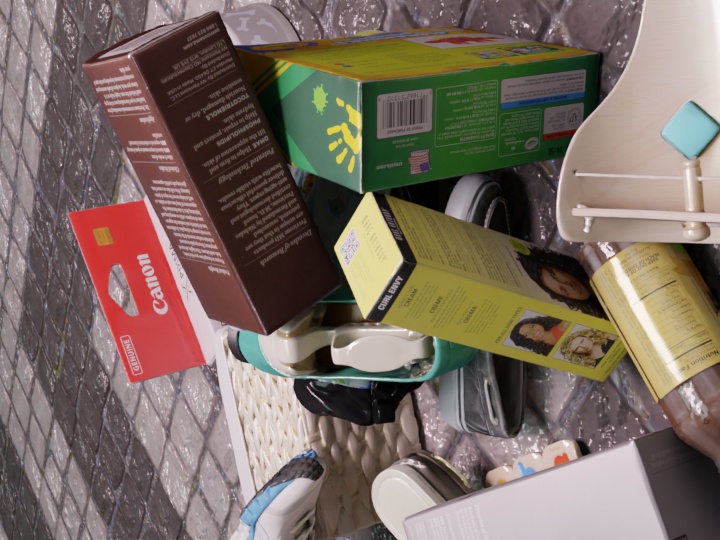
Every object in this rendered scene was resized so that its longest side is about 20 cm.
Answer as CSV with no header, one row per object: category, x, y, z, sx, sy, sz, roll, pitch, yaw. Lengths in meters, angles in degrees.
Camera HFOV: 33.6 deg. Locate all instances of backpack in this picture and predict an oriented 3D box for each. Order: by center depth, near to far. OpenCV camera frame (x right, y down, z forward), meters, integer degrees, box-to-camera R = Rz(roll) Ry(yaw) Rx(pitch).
backpack,0.000,0.000,0.920,0.125,0.167,0.203,4,103,12

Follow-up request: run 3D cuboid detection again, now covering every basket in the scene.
basket,-0.031,0.133,1.061,0.123,0.134,0.203,-11,91,54

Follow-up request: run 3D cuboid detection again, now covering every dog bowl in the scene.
dog bowl,-0.118,-0.159,1.174,0.199,0.058,0.203,23,118,53

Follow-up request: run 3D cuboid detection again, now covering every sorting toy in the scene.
sorting toy,0.212,-0.102,0.650,0.199,0.106,0.183,8,99,56

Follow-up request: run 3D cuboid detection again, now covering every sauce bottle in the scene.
sauce bottle,0.205,0.060,0.732,0.202,0.064,0.065,65,145,20

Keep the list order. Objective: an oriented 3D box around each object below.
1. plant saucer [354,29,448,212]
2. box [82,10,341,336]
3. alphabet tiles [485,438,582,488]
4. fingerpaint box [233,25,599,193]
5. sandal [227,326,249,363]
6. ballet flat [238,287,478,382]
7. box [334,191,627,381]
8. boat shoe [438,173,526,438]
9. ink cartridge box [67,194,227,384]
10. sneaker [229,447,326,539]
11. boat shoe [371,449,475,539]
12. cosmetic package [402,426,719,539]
plant saucer,0.004,-0.103,1.026,0.199,0.031,0.203,22,117,53
box,-0.098,-0.063,0.796,0.100,0.074,0.202,10,127,59
alphabet tiles,0.161,0.233,0.899,0.200,0.014,0.198,-39,67,55
fingerpaint box,0.034,-0.116,0.818,0.166,0.198,0.074,25,121,51
sandal,-0.068,-0.001,0.980,0.047,0.201,0.076,6,134,23
ballet flat,-0.016,0.045,0.819,0.198,0.070,0.068,-3,96,29
box,0.084,0.012,0.767,0.050,0.198,0.076,-58,35,26
boat shoe,0.102,0.029,0.892,0.070,0.072,0.203,11,113,36
ink cartridge box,-0.180,0.001,1.209,0.045,0.174,0.202,-50,59,50
sneaker,-0.058,0.223,0.973,0.087,0.075,0.201,43,136,14
boat shoe,0.093,0.226,0.927,0.202,0.060,0.072,50,126,10
cosmetic package,0.138,0.169,0.787,0.199,0.106,0.091,-31,73,36
